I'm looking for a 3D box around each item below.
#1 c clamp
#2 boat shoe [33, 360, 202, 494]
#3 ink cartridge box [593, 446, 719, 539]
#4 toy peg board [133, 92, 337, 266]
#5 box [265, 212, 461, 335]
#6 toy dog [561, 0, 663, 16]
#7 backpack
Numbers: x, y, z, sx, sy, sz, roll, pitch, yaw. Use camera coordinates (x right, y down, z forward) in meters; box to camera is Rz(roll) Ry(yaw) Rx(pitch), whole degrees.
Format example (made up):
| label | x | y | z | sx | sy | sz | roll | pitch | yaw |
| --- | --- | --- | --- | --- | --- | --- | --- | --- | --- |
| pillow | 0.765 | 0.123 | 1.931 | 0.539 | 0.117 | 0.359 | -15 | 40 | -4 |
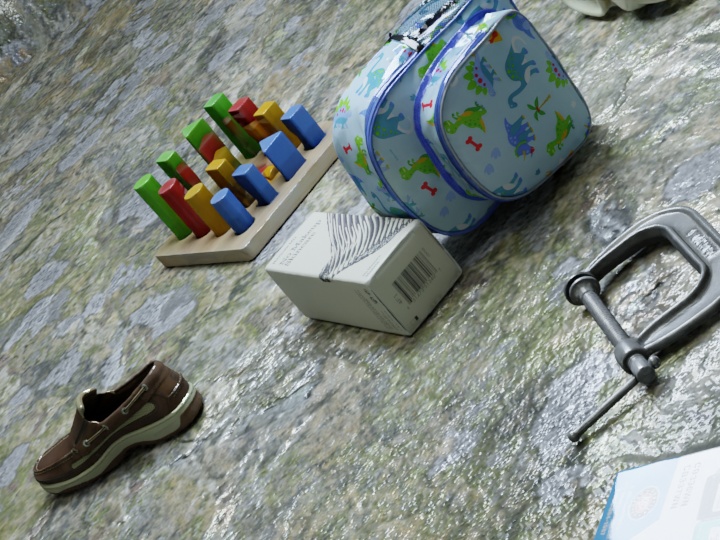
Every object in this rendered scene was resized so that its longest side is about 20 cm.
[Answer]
| label | x | y | z | sx | sy | sz | roll | pitch | yaw |
| --- | --- | --- | --- | --- | --- | --- | --- | --- | --- |
| c clamp | 0.201 | 0.023 | 1.482 | 0.171 | 0.027 | 0.200 | -37 | 23 | 11 |
| boat shoe | -0.246 | 0.143 | 1.919 | 0.202 | 0.075 | 0.075 | -31 | 24 | 24 |
| ink cartridge box | 0.227 | 0.179 | 0.998 | 0.199 | 0.146 | 0.147 | -20 | 30 | 40 |
| toy peg board | -0.139 | -0.112 | 2.186 | 0.200 | 0.098 | 0.199 | -52 | 24 | -24 |
| box | 0.000 | 0.000 | 1.793 | 0.082 | 0.068 | 0.200 | -50 | 24 | -18 |
| toy dog | 0.277 | -0.353 | 1.914 | 0.200 | 0.140 | 0.194 | -46 | 36 | -11 |
| backpack | 0.086 | -0.133 | 1.749 | 0.200 | 0.183 | 0.147 | -45 | 26 | -13 |
